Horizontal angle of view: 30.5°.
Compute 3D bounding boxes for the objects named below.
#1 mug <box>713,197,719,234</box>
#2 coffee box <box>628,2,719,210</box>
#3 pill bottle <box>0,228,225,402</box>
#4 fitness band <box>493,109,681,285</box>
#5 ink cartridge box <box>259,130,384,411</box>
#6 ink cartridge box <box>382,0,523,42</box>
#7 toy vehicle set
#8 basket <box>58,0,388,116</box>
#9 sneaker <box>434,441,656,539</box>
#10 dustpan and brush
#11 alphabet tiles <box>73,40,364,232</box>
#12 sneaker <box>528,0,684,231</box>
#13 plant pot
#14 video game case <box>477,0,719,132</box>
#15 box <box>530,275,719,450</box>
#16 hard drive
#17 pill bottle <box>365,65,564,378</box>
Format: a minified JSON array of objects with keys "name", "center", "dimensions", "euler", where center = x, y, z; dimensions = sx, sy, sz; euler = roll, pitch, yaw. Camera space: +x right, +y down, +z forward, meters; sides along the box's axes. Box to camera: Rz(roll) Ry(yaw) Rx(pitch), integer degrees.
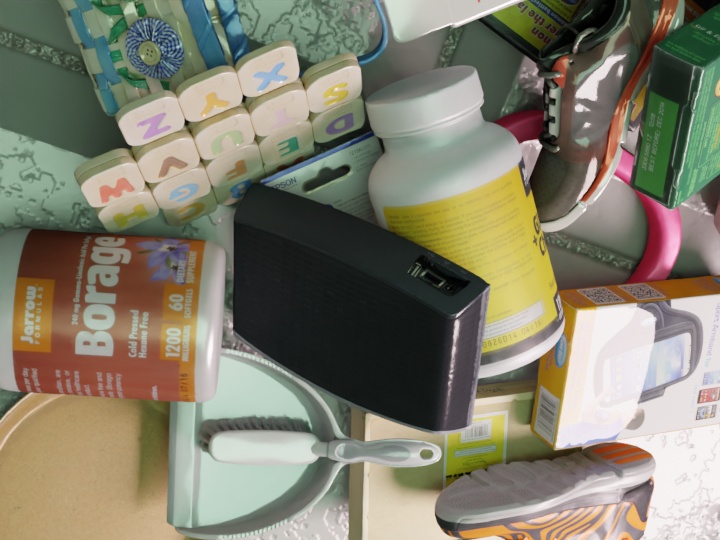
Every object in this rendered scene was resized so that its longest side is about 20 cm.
[{"name":"mug","center":[0.370,-0.038,1.021],"dimensions":[0.153,0.150,0.187],"euler":[-38,106,16]},{"name":"coffee box","center":[0.274,-0.140,0.955],"dimensions":[0.199,0.044,0.124],"euler":[-34,142,-32]},{"name":"pill bottle","center":[-0.195,0.030,0.911],"dimensions":[0.197,0.112,0.114],"euler":[3,105,-4]},{"name":"fitness band","center":[0.159,-0.037,1.027],"dimensions":[0.199,0.037,0.145],"euler":[29,96,-20]},{"name":"ink cartridge box","center":[0.000,0.000,0.995],"dimensions":[0.094,0.037,0.202],"euler":[-24,114,-6]},{"name":"ink cartridge box","center":[0.090,-0.244,0.908],"dimensions":[0.198,0.067,0.118],"euler":[-22,111,-8]},{"name":"toy vehicle set","center":[0.086,0.156,1.047],"dimensions":[0.198,0.026,0.126],"euler":[-4,106,-24]},{"name":"basket","center":[-0.096,-0.191,0.867],"dimensions":[0.198,0.139,0.178],"euler":[-22,109,3]},{"name":"sneaker","center":[0.149,0.209,1.032],"dimensions":[0.198,0.077,0.114],"euler":[-6,106,-23]},{"name":"dustpan and brush","center":[-0.042,0.129,0.970],"dimensions":[0.197,0.057,0.142],"euler":[2,90,-7]},{"name":"alphabet tiles","center":[-0.089,-0.083,0.885],"dimensions":[0.198,0.196,0.015],"euler":[-24,73,-6]},{"name":"sneaker","center":[0.149,-0.126,0.934],"dimensions":[0.081,0.077,0.202],"euler":[15,109,-25]},{"name":"plant pot","center":[-0.195,0.171,0.975],"dimensions":[0.198,0.027,0.203],"euler":[-1,93,-30]},{"name":"video game case","center":[0.179,-0.234,0.984],"dimensions":[0.199,0.026,0.182],"euler":[32,95,-20]},{"name":"box","center":[0.234,0.070,1.050],"dimensions":[0.198,0.041,0.121],"euler":[-4,113,-24]},{"name":"hard drive","center":[-0.009,0.030,0.920],"dimensions":[0.042,0.198,0.136],"euler":[-36,141,-45]},{"name":"pill bottle","center":[0.069,-0.035,0.929],"dimensions":[0.111,0.112,0.202],"euler":[-20,108,-8]}]
